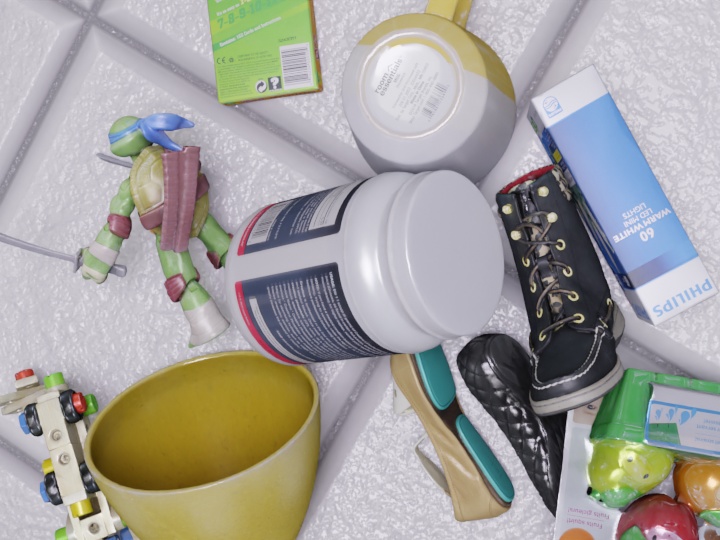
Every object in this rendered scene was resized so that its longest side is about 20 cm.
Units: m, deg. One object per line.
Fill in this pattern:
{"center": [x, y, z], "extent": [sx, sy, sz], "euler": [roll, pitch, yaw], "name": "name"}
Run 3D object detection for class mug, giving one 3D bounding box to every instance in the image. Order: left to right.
{"center": [0.046, -0.158, 0.806], "extent": [0.148, 0.153, 0.189], "euler": [-15, 89, 11], "name": "mug"}

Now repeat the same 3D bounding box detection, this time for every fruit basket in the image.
{"center": [0.250, 0.183, 0.788], "extent": [0.183, 0.094, 0.202], "euler": [10, 72, 0], "name": "fruit basket"}

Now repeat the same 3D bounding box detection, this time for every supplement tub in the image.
{"center": [0.000, 0.000, 0.790], "extent": [0.199, 0.140, 0.142], "euler": [-10, 90, 42], "name": "supplement tub"}

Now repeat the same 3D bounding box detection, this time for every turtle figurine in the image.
{"center": [-0.180, -0.033, 0.873], "extent": [0.199, 0.144, 0.195], "euler": [-30, 102, 20], "name": "turtle figurine"}

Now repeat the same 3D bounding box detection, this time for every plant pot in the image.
{"center": [-0.120, 0.182, 0.845], "extent": [0.198, 0.200, 0.143], "euler": [-6, 115, 10], "name": "plant pot"}

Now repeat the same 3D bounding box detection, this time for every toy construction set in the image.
{"center": [-0.257, 0.168, 0.893], "extent": [0.092, 0.131, 0.201], "euler": [-34, 81, -4], "name": "toy construction set"}

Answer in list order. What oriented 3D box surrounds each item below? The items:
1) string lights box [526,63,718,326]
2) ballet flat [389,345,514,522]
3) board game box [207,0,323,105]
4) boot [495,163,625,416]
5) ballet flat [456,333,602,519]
{"center": [0.210, -0.059, 0.804], "extent": [0.059, 0.103, 0.201], "euler": [-28, 87, 8], "name": "string lights box"}
{"center": [0.062, 0.130, 0.859], "extent": [0.063, 0.069, 0.201], "euler": [-29, 85, 24], "name": "ballet flat"}
{"center": [-0.092, -0.257, 0.891], "extent": [0.094, 0.030, 0.202], "euler": [-6, 94, 10], "name": "board game box"}
{"center": [0.145, 0.010, 0.758], "extent": [0.073, 0.204, 0.155], "euler": [-20, 100, 24], "name": "boot"}
{"center": [0.153, 0.143, 0.856], "extent": [0.066, 0.057, 0.201], "euler": [-28, 87, -33], "name": "ballet flat"}
